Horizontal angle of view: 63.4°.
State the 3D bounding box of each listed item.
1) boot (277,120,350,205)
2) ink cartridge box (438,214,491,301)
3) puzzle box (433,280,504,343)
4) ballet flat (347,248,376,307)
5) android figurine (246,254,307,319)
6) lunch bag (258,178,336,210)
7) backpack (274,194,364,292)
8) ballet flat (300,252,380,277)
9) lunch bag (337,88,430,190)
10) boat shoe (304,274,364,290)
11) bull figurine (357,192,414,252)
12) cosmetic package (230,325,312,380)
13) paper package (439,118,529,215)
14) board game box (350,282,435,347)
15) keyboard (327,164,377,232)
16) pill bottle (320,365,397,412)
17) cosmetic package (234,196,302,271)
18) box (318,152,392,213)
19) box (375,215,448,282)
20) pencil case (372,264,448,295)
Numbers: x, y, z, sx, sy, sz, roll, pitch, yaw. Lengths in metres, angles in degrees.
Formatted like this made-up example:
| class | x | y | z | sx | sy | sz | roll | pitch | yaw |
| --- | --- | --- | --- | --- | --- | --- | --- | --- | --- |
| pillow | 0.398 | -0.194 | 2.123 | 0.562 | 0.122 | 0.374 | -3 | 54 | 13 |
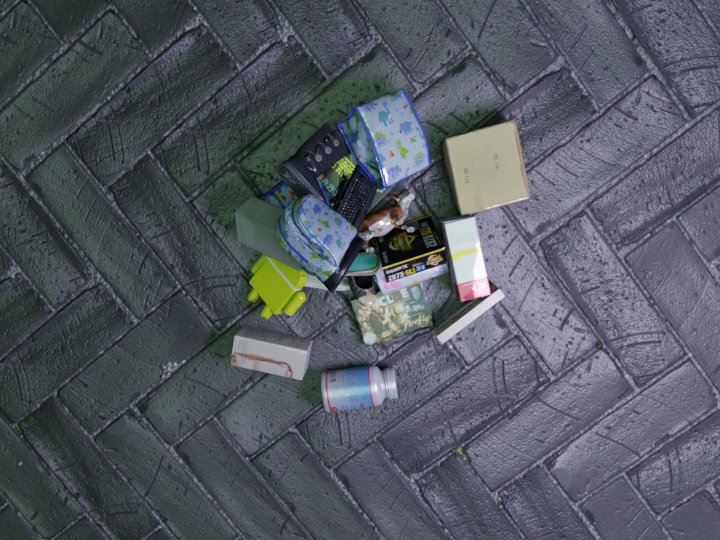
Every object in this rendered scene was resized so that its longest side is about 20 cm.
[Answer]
| class | x | y | z | sx | sy | sz | roll | pitch | yaw |
| --- | --- | --- | --- | --- | --- | --- | --- | --- | --- |
| boot | -0.087 | -0.248 | 1.426 | 0.065 | 0.200 | 0.165 | -17 | 116 | 49 |
| ink cartridge box | 0.263 | -0.038 | 1.484 | 0.082 | 0.145 | 0.202 | -13 | 98 | 4 |
| puzzle box | 0.276 | 0.106 | 1.511 | 0.199 | 0.133 | 0.025 | -39 | 95 | 7 |
| ballet flat | 0.000 | 0.000 | 1.505 | 0.066 | 0.057 | 0.202 | -2 | 65 | -28 |
| android figurine | -0.215 | 0.028 | 1.537 | 0.182 | 0.041 | 0.200 | 45 | 105 | 22 |
| lunch bag | -0.177 | -0.156 | 1.510 | 0.199 | 0.094 | 0.151 | -29 | 108 | 35 |
| backpack | -0.100 | -0.078 | 1.344 | 0.199 | 0.164 | 0.154 | 31 | 140 | 2 |
| ballet flat | -0.050 | -0.010 | 1.458 | 0.197 | 0.069 | 0.070 | 1 | 99 | -4 |
| lunch bag | 0.067 | -0.316 | 1.436 | 0.169 | 0.127 | 0.201 | -30 | 92 | -28 |
| boat shoe | -0.081 | 0.009 | 1.546 | 0.198 | 0.070 | 0.072 | 5 | 104 | 5 |
| bull figurine | 0.066 | -0.124 | 1.484 | 0.199 | 0.122 | 0.065 | -31 | 122 | -3 |
| cosmetic package | -0.238 | 0.220 | 1.570 | 0.198 | 0.103 | 0.088 | 12 | 101 | 3 |
| paper package | 0.313 | -0.258 | 1.471 | 0.188 | 0.103 | 0.202 | -14 | 98 | 6 |
| board game box | 0.086 | 0.112 | 1.571 | 0.198 | 0.035 | 0.137 | -19 | 97 | 5 |
| keyboard | -0.024 | -0.172 | 1.444 | 0.103 | 0.040 | 0.202 | 26 | 73 | -10 |
| pill bottle | -0.003 | 0.315 | 1.568 | 0.197 | 0.109 | 0.110 | -8 | 98 | 5 |
| cosmetic package | -0.213 | -0.094 | 1.472 | 0.198 | 0.090 | 0.107 | 24 | 139 | 13 |
| box | -0.024 | -0.246 | 1.519 | 0.200 | 0.044 | 0.160 | 45 | 98 | -4 |
| box | 0.123 | -0.057 | 1.461 | 0.158 | 0.201 | 0.050 | -16 | 118 | 4 |
| pencil case | 0.129 | -0.007 | 1.513 | 0.198 | 0.083 | 0.092 | -19 | 75 | 3 |
